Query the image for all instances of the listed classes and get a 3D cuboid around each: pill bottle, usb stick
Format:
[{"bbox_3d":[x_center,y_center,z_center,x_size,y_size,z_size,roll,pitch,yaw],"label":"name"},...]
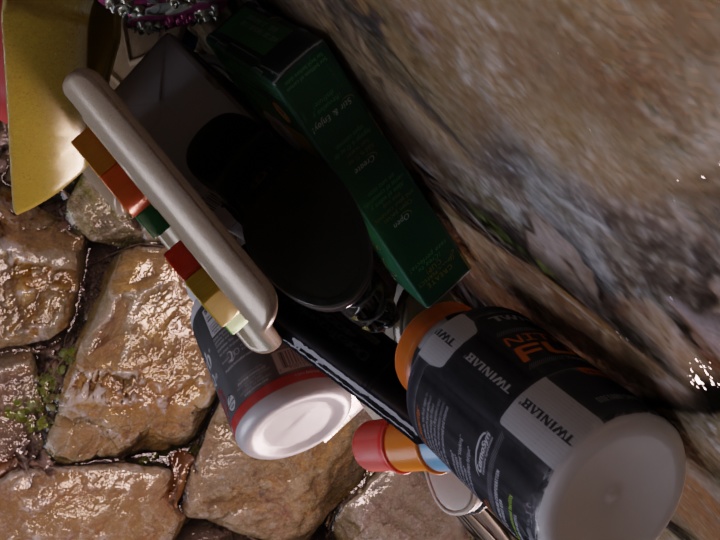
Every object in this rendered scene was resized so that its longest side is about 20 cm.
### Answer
[{"bbox_3d":[-0.094,0.066,1.146,0.201,0.115,0.116,63,-178,32],"label":"pill bottle"},{"bbox_3d":[-0.017,0.050,0.863,0.199,0.055,0.033,36,143,15],"label":"usb stick"},{"bbox_3d":[0.096,0.089,0.738,0.107,0.106,0.200,53,172,-35],"label":"pill bottle"}]

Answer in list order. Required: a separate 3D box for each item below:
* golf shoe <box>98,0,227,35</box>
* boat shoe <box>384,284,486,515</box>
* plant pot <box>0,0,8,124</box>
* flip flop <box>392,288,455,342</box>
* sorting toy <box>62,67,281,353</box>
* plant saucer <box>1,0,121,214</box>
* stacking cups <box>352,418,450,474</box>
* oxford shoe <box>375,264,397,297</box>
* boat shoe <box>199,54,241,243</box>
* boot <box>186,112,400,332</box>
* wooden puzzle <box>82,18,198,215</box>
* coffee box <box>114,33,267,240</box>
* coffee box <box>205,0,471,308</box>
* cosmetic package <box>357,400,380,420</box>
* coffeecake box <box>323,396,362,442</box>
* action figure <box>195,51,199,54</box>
[{"bbox_3d":[-0.131,-0.206,0.784,0.200,0.074,0.093,-142,40,-85],"label":"golf shoe"},{"bbox_3d":[0.068,0.102,1.005,0.057,0.066,0.203,-3,-104,-54],"label":"boat shoe"},{"bbox_3d":[-0.286,-0.218,1.205,0.177,0.201,0.201,28,161,46],"label":"plant pot"},{"bbox_3d":[0.092,0.089,0.941,0.057,0.081,0.201,-17,110,43],"label":"flip flop"},{"bbox_3d":[-0.118,-0.024,0.768,0.186,0.036,0.200,51,170,4],"label":"sorting toy"},{"bbox_3d":[-0.200,-0.171,0.841,0.048,0.202,0.201,10,141,-6],"label":"plant saucer"},{"bbox_3d":[0.071,0.119,0.891,0.199,0.061,0.061,-10,127,47],"label":"stacking cups"},{"bbox_3d":[0.000,0.000,0.963,0.071,0.073,0.200,39,180,-12],"label":"oxford shoe"},{"bbox_3d":[-0.128,-0.084,1.058,0.062,0.071,0.203,-98,6,-67],"label":"boat shoe"},{"bbox_3d":[-0.018,-0.009,0.779,0.200,0.069,0.174,49,-179,43],"label":"boot"},{"bbox_3d":[-0.192,-0.170,0.983,0.046,0.202,0.185,6,-156,-37],"label":"wooden puzzle"},{"bbox_3d":[-0.092,-0.083,0.922,0.114,0.080,0.200,47,-174,24],"label":"coffee box"},{"bbox_3d":[-0.013,-0.075,0.786,0.201,0.044,0.123,54,172,-34],"label":"coffee box"},{"bbox_3d":[0.045,0.096,1.126,0.087,0.103,0.200,49,172,3],"label":"cosmetic package"},{"bbox_3d":[-0.034,0.077,1.308,0.073,0.153,0.200,44,172,33],"label":"coffeecake box"},{"bbox_3d":[-0.186,-0.169,1.113,0.202,0.118,0.102,61,160,-18],"label":"action figure"}]
